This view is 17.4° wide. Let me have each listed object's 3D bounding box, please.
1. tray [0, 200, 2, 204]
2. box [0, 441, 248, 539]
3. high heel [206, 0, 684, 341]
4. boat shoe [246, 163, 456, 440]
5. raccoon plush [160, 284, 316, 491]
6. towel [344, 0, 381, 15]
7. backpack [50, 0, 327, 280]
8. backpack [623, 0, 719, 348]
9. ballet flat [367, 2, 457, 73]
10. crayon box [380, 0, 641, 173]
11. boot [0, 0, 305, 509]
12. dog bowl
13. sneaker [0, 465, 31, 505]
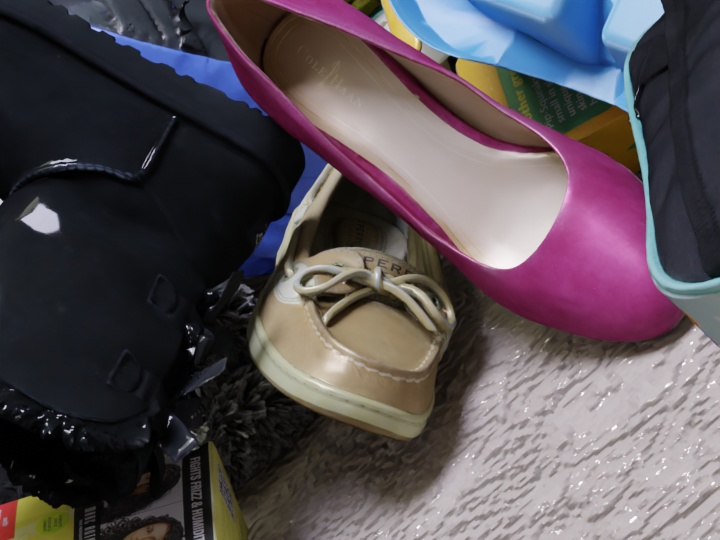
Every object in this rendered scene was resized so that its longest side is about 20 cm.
[{"bbox_3d":[-0.173,-0.056,1.045,0.022,0.200,0.107,-6,-21,-18],"label":"tray"},{"bbox_3d":[-0.139,0.127,0.856,0.200,0.050,0.075,-17,32,6],"label":"box"},{"bbox_3d":[0.028,-0.042,0.830,0.067,0.096,0.200,-53,53,12],"label":"high heel"},{"bbox_3d":[0.002,0.001,0.908,0.201,0.073,0.063,-83,14,-70],"label":"boat shoe"},{"bbox_3d":[-0.095,0.038,0.934,0.097,0.134,0.200,-26,26,37],"label":"raccoon plush"},{"bbox_3d":[0.024,-0.143,1.161,0.086,0.018,0.200,-43,0,6],"label":"towel"},{"bbox_3d":[-0.092,-0.060,1.093,0.200,0.162,0.168,-148,65,-65],"label":"backpack"},{"bbox_3d":[0.160,-0.035,0.590,0.176,0.153,0.200,-36,11,21],"label":"backpack"},{"bbox_3d":[0.050,-0.111,1.052,0.200,0.067,0.070,-28,-2,30],"label":"ballet flat"},{"bbox_3d":[0.108,-0.114,0.888,0.200,0.052,0.126,-28,63,25],"label":"crayon box"},{"bbox_3d":[-0.128,-0.012,0.859,0.073,0.198,0.163,107,-171,-58],"label":"boot"},{"bbox_3d":[0.099,-0.107,0.830,0.200,0.050,0.112,25,91,37],"label":"dog bowl"},{"bbox_3d":[-0.146,0.079,0.978,0.060,0.200,0.104,-19,67,22],"label":"sneaker"}]
